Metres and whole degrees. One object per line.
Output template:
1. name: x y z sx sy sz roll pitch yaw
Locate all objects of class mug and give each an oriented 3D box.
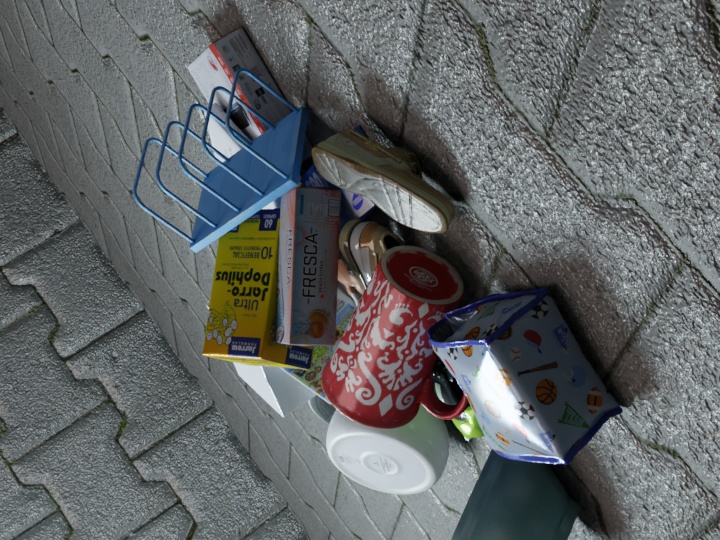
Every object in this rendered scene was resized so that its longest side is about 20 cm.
1. mug: 0.063 0.083 1.618 0.134 0.177 0.200 -95 22 -52

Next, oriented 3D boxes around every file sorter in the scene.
1. file sorter: -0.183 -0.147 1.699 0.200 0.139 0.123 -30 128 34

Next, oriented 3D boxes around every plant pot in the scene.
1. plant pot: 0.198 0.325 1.671 0.134 0.201 0.200 25 156 9

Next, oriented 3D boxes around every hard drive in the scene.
1. hard drive: -0.151 -0.134 1.870 0.200 0.027 0.132 49 162 27

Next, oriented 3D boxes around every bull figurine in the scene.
1. bull figurine: 0.000 0.000 1.786 0.122 0.065 0.200 58 174 -10

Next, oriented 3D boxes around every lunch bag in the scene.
1. lunch bag: 0.169 0.116 1.451 0.170 0.124 0.200 58 155 -6

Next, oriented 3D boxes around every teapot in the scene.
1. teapot: 0.051 0.233 1.956 0.197 0.146 0.200 31 142 -14

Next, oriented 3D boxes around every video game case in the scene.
1. video game case: -0.056 0.097 1.881 0.200 0.143 0.018 40 -173 -39

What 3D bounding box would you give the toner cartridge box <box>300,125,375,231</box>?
1. toner cartridge box: -0.017 -0.112 1.683 0.095 0.043 0.200 56 163 1

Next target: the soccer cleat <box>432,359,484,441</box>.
1. soccer cleat: 0.115 0.149 1.772 0.200 0.067 0.081 40 138 42

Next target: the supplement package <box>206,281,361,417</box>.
1. supplement package: -0.094 0.082 1.973 0.151 0.200 0.152 35 152 50

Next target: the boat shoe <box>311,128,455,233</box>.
1. boat shoe: 0.035 -0.111 1.503 0.200 0.066 0.074 32 152 28

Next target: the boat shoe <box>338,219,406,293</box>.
1. boat shoe: 0.045 0.016 1.681 0.068 0.075 0.200 9 148 41

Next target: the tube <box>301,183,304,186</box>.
1. tube: -0.076 -0.088 1.880 0.052 0.058 0.200 20 168 -8

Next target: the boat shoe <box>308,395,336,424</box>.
1. boat shoe: -0.004 0.207 2.043 0.201 0.075 0.065 16 -161 -36

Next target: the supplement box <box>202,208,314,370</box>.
1. supplement box: -0.125 0.025 1.750 0.109 0.201 0.109 0 169 37

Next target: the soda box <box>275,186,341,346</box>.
1. soda box: -0.067 -0.005 1.664 0.068 0.063 0.201 178 95 -70

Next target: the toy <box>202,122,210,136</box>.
1. toy: -0.195 -0.155 2.085 0.200 0.047 0.115 63 164 -17

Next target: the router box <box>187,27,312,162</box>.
1. router box: -0.157 -0.228 1.847 0.200 0.049 0.179 59 163 -8
